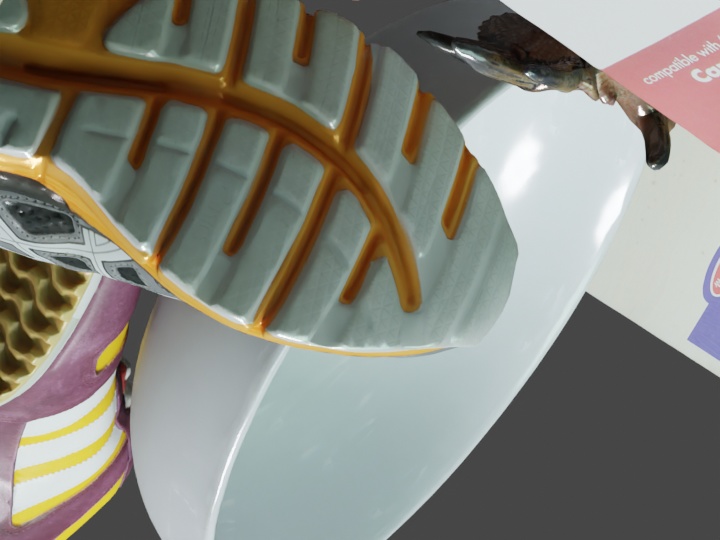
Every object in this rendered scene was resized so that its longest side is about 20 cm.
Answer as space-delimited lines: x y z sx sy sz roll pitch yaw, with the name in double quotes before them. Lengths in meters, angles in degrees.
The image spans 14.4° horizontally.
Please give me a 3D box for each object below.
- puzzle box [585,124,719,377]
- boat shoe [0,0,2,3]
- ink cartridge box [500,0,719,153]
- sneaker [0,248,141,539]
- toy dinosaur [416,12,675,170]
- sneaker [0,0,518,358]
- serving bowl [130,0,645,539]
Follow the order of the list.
"puzzle box" 0.153 -0.039 0.865 0.025 0.133 0.200 -48 168 -48
"boat shoe" -0.105 -0.079 0.595 0.065 0.072 0.200 -15 124 -79
"ink cartridge box" 0.037 -0.129 0.589 0.200 0.117 0.067 32 149 -22
"sneaker" -0.096 0.025 0.813 0.090 0.075 0.200 -13 147 -47
"toy dinosaur" 0.010 -0.089 0.656 0.200 0.136 0.086 -4 165 -35
"sneaker" -0.056 -0.031 0.696 0.077 0.200 0.078 97 17 -73
"serving bowl" 0.000 0.000 0.818 0.200 0.066 0.200 -44 157 -24
